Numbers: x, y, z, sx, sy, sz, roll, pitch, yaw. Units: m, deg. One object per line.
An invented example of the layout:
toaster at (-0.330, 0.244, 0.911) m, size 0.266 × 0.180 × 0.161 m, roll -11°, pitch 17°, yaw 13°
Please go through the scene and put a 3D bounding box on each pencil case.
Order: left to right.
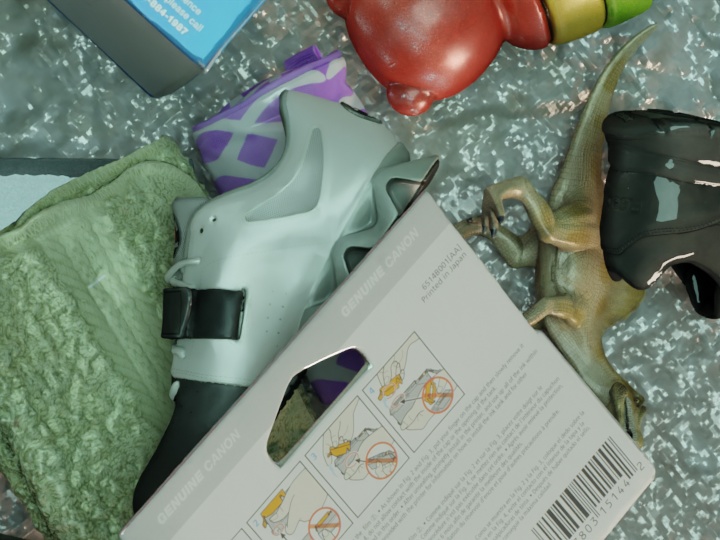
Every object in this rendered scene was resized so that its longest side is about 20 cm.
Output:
pencil case at (0.000, 0.000, 1.197) m, size 0.085 × 0.084 × 0.201 m, roll -32°, pitch 98°, yaw -49°

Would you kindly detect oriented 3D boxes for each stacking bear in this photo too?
stacking bear at (0.082, -0.150, 1.208) m, size 0.199 × 0.114 × 0.122 m, roll -33°, pitch 95°, yaw -6°

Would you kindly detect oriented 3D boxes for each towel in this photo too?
towel at (-0.094, 0.057, 1.152) m, size 0.148 × 0.036 × 0.201 m, roll -34°, pitch 105°, yaw -27°

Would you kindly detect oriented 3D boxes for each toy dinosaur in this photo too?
toy dinosaur at (0.094, -0.015, 1.239) m, size 0.100 × 0.058 × 0.202 m, roll 2°, pitch 85°, yaw -28°

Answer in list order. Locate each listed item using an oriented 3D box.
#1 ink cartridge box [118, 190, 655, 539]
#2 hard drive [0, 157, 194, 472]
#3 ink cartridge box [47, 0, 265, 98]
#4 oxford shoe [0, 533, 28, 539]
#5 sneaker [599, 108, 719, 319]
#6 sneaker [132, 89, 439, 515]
ink cartridge box at (0.008, 0.096, 1.118) m, size 0.200 × 0.045 × 0.176 m, roll -47°, pitch 112°, yaw -18°
hard drive at (-0.172, 0.020, 1.183) m, size 0.198 × 0.033 × 0.141 m, roll 0°, pitch 88°, yaw -12°
ink cartridge box at (-0.068, -0.202, 1.155) m, size 0.147 × 0.145 × 0.200 m, roll 42°, pitch 81°, yaw -8°
oxford shoe at (-0.107, 0.169, 1.050) m, size 0.199 × 0.071 × 0.072 m, roll 27°, pitch 47°, yaw -3°
sneaker at (0.192, -0.019, 1.234) m, size 0.199 × 0.076 × 0.092 m, roll 9°, pitch 94°, yaw -24°
sneaker at (-0.055, 0.015, 1.122) m, size 0.088 × 0.074 × 0.201 m, roll 32°, pitch 82°, yaw 1°
